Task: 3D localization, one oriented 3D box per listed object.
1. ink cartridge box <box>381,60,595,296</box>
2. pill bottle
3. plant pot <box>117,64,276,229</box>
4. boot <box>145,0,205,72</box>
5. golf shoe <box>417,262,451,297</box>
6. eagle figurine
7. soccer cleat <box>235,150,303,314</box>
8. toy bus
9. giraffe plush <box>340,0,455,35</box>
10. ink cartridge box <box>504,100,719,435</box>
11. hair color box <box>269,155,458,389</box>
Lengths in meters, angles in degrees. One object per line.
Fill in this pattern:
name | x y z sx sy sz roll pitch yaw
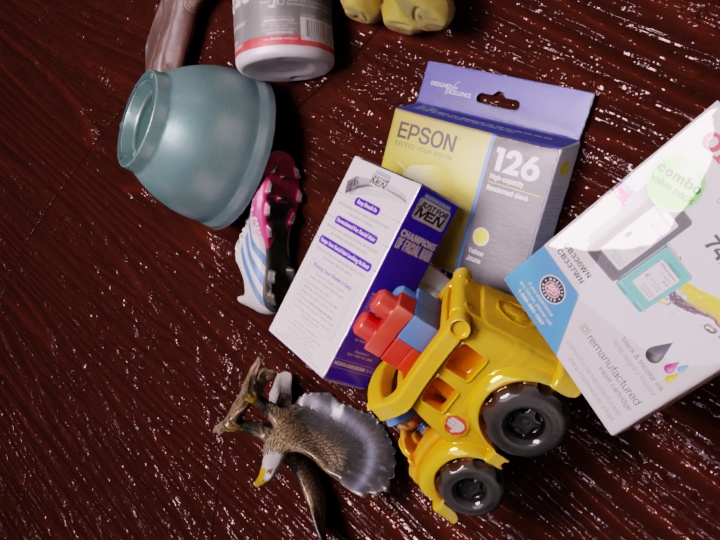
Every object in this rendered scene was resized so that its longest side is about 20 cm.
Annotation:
ink cartridge box | 0.108 -0.097 0.740 0.197 0.047 0.200 23 108 37
pill bottle | -0.090 -0.328 0.848 0.114 0.114 0.200 -4 89 39
plant pot | -0.210 -0.164 0.898 0.200 0.134 0.201 -25 58 47
boot | -0.222 -0.330 0.986 0.186 0.064 0.200 44 115 44
golf shoe | 0.007 0.046 0.784 0.200 0.075 0.092 -12 50 45
eagle figurine | -0.070 0.210 0.862 0.200 0.151 0.152 34 160 2
soccer cleat | -0.122 -0.046 0.910 0.086 0.070 0.200 6 96 38
toy bus | 0.072 0.099 0.664 0.192 0.136 0.200 29 117 -7
giraffe plush | 0.029 -0.349 0.720 0.172 0.200 0.162 24 88 31
ink cartridge box | 0.250 0.001 0.560 0.200 0.146 0.147 -45 65 30
hair color box | 0.000 0.000 0.724 0.109 0.065 0.200 33 99 48
